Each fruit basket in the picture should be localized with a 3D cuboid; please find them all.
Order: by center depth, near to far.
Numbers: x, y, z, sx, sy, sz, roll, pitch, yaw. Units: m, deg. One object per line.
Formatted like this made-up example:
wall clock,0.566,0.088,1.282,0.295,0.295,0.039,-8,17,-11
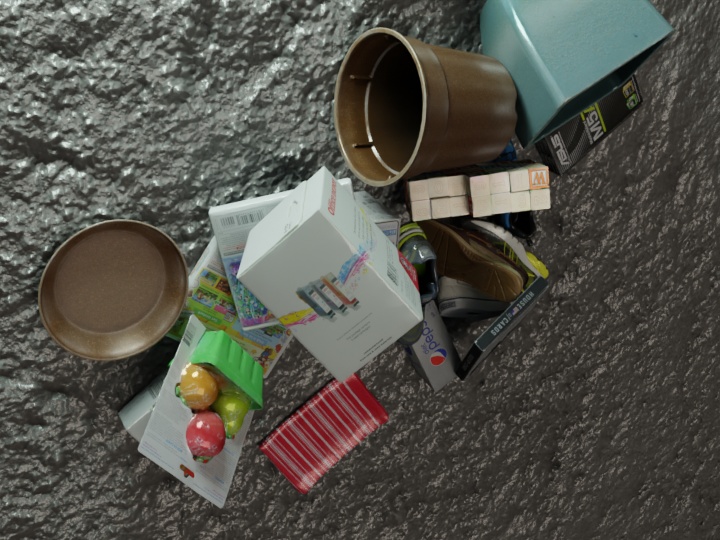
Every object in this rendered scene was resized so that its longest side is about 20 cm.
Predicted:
fruit basket,-0.216,0.194,1.261,0.186,0.092,0.203,48,52,-42

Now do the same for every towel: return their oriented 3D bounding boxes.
towel,-0.056,0.264,1.507,0.199,0.022,0.145,-40,127,-8

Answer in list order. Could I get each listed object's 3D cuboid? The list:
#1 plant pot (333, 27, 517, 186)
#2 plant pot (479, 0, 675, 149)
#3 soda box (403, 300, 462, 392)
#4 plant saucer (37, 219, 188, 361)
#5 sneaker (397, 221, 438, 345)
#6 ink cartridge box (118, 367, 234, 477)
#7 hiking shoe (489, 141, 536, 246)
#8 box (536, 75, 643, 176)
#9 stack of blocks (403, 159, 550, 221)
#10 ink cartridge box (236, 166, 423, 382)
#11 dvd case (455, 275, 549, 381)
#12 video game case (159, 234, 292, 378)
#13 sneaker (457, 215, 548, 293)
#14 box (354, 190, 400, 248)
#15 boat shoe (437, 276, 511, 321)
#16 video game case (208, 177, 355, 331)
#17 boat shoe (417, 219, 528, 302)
plant pot,0.097,-0.219,1.257,0.195,0.200,0.204,-6,117,-37
plant pot,0.274,-0.328,1.283,0.194,0.196,0.202,-32,84,-10
soda box,0.099,0.100,1.490,0.068,0.063,0.202,-35,127,-10
plant saucer,-0.326,0.022,1.211,0.197,0.037,0.204,-15,121,-25
sneaker,0.075,0.034,1.347,0.073,0.081,0.203,-15,128,-18
ink cartridge box,-0.252,0.241,1.358,0.109,0.050,0.201,-41,127,-7
hiking shoe,0.235,-0.139,1.436,0.074,0.087,0.202,-33,127,-13
box,0.343,-0.286,1.453,0.192,0.047,0.201,-40,127,-10
stack of blocks,0.166,-0.117,1.339,0.196,0.115,0.060,-7,103,-2
ink cartridge box,-0.037,0.003,1.174,0.144,0.146,0.200,-37,110,17
dvd case,0.219,0.095,1.440,0.150,0.025,0.201,-43,167,-15
video game case,-0.165,0.046,1.330,0.199,0.023,0.184,29,97,-39
sneaker,0.224,-0.016,1.483,0.199,0.074,0.085,34,88,-27
box,0.000,0.000,1.347,0.059,0.117,0.204,-9,119,-26
boat shoe,0.186,0.040,1.508,0.198,0.070,0.071,8,68,-51
video game case,-0.090,-0.019,1.257,0.196,0.024,0.185,-12,114,4
boat shoe,0.169,-0.026,1.413,0.072,0.198,0.073,-36,149,-51
